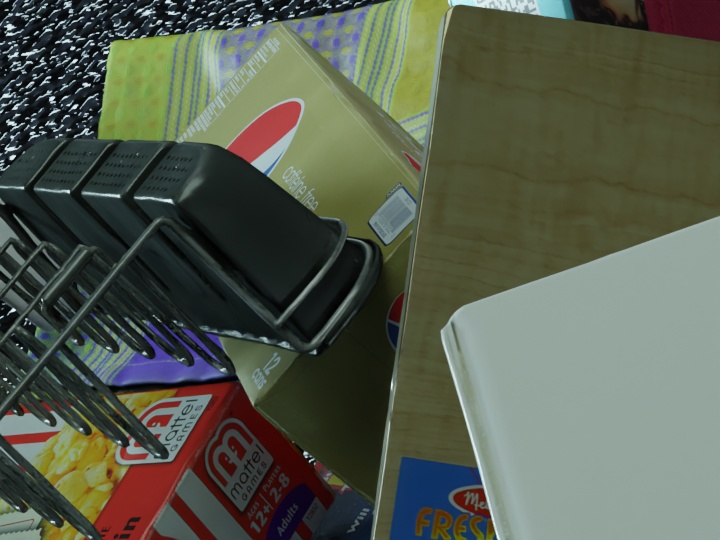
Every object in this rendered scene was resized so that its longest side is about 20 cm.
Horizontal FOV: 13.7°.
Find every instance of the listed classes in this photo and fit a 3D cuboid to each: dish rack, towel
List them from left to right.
[{"bbox_3d":[-0.099,0.049,0.685,0.200,0.055,0.153,-50,18,-13],"label":"dish rack"},{"bbox_3d":[-0.019,-0.023,0.914,0.200,0.023,0.144,-4,59,39],"label":"towel"}]

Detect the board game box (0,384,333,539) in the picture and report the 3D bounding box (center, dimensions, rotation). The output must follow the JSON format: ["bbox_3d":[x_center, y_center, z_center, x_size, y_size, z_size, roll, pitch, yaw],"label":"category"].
[{"bbox_3d":[-0.120,0.106,0.767,0.200,0.046,0.152,-8,41,43],"label":"board game box"}]

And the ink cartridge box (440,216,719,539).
[{"bbox_3d":[0.115,0.080,0.512,0.145,0.200,0.084,-19,35,4],"label":"ink cartridge box"}]

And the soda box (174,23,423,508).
[{"bbox_3d":[0.000,0.000,0.764,0.064,0.068,0.200,-47,20,5],"label":"soda box"}]

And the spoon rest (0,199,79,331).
[{"bbox_3d":[-0.160,-0.023,0.997,0.200,0.061,0.099,10,69,54],"label":"spoon rest"}]

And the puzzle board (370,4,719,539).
[{"bbox_3d":[0.106,0.029,0.639,0.200,0.017,0.151,8,74,0],"label":"puzzle board"}]

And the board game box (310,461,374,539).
[{"bbox_3d":[0.032,0.083,0.732,0.200,0.062,0.200,-53,20,-15],"label":"board game box"}]

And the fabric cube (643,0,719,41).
[{"bbox_3d":[0.204,-0.130,0.782,0.199,0.196,0.200,-21,18,-35],"label":"fabric cube"}]

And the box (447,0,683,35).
[{"bbox_3d":[0.111,-0.104,0.883,0.200,0.082,0.049,-10,-8,-38],"label":"box"}]
